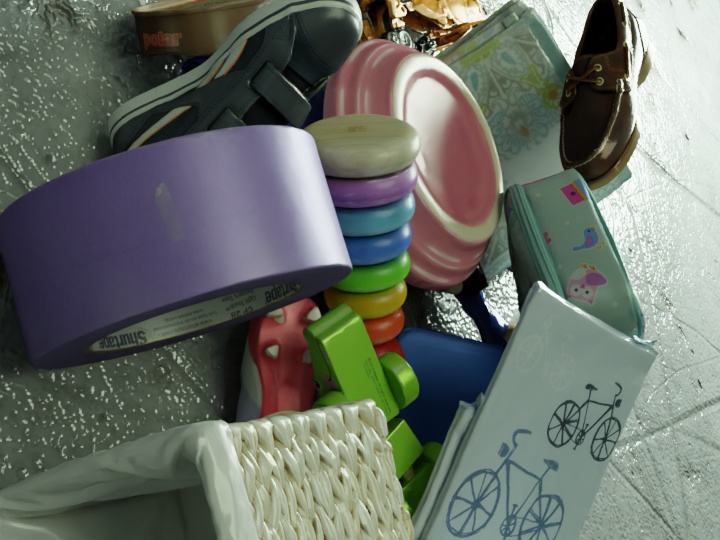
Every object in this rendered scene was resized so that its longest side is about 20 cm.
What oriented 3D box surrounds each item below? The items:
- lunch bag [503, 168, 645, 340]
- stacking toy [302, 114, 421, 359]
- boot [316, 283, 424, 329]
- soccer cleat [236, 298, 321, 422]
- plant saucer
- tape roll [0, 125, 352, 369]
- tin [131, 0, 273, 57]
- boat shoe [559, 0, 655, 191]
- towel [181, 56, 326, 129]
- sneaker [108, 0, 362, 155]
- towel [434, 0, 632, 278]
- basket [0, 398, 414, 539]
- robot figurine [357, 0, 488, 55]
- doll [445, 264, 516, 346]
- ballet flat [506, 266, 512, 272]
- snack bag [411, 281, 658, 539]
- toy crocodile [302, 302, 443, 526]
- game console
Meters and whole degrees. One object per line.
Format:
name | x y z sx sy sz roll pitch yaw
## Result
lunch bag | 0.171 0.023 0.951 0.201 0.076 0.162 73 -1 -56
stacking toy | 0.000 0.000 0.796 0.085 0.084 0.203 -33 129 -50
boot | 0.000 0.053 0.890 0.198 0.069 0.177 16 63 -44
soccer cleat | -0.062 0.115 0.799 0.066 0.076 0.203 10 77 -10
plant saucer | 0.051 -0.088 0.894 0.200 0.050 0.203 29 52 -45
tape roll | -0.109 -0.010 0.688 0.199 0.199 0.086 -9 79 -50
tin | -0.085 -0.195 0.871 0.199 0.111 0.042 -31 124 -50
boat shoe | 0.201 -0.155 0.980 0.070 0.070 0.202 50 42 -31
towel | -0.042 -0.120 0.902 0.148 0.050 0.200 49 35 3
sneaker | -0.077 -0.104 0.764 0.078 0.198 0.080 33 32 -53
towel | 0.131 -0.121 1.054 0.201 0.170 0.048 56 4 -11
basket | -0.080 0.190 0.640 0.160 0.198 0.201 -3 76 -55
robot figurine | 0.044 -0.263 1.090 0.199 0.058 0.147 -25 92 -51
doll | 0.083 -0.007 1.001 0.201 0.048 0.137 60 11 -24
ballet flat | 0.136 -0.096 1.122 0.071 0.068 0.203 -31 103 -70
snack bag | 0.127 0.118 0.816 0.188 0.021 0.202 25 89 -46
toy crocodile | 0.013 0.117 0.781 0.067 0.061 0.202 -37 111 -30
game console | 0.077 0.160 0.913 0.171 0.116 0.203 64 34 -77
